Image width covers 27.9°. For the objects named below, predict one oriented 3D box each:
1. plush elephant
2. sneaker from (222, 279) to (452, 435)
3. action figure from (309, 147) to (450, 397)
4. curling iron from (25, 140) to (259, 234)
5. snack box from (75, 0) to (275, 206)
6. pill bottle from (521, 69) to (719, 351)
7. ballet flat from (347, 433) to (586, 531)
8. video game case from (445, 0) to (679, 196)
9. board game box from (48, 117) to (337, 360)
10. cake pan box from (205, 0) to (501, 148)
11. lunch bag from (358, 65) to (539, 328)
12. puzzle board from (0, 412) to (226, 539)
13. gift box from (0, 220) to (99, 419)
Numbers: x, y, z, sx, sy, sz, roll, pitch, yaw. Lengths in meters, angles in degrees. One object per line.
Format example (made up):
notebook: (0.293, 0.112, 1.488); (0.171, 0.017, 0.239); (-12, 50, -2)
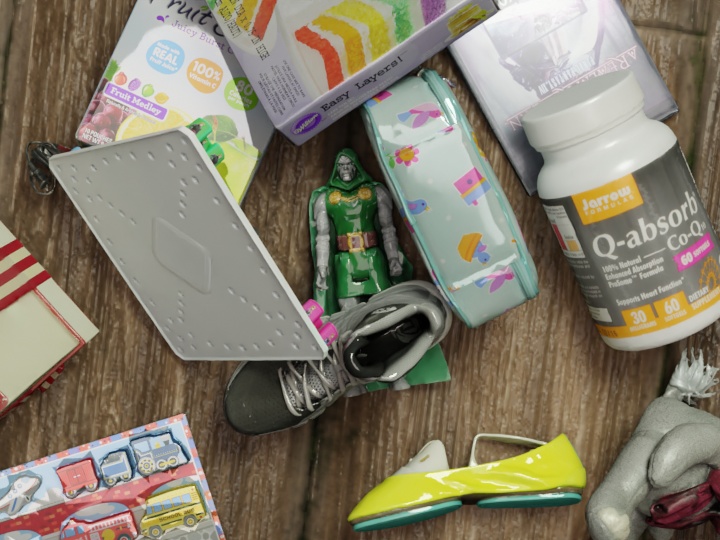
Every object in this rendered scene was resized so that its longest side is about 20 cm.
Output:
plush elephant: (0.286, 0.174, 1.141); (0.155, 0.165, 0.200); (24, 68, 22)
sneaker: (-0.024, 0.070, 1.100); (0.200, 0.115, 0.075); (-30, 94, 6)
action figure: (0.000, 0.000, 1.179); (0.118, 0.055, 0.201); (-9, 90, 2)
curling iron: (-0.179, -0.059, 1.179); (0.200, 0.026, 0.050); (19, 56, -6)
snack box: (-0.122, -0.163, 1.158); (0.142, 0.053, 0.200); (25, 87, -4)
pill bottle: (0.208, -0.047, 1.137); (0.116, 0.116, 0.200); (-26, 102, 0)
ballet flat: (0.085, 0.170, 1.192); (0.199, 0.067, 0.067); (-7, 73, -4)
video game case: (0.151, -0.182, 1.187); (0.143, 0.019, 0.200); (-30, 93, 1)
board game box: (-0.127, -0.018, 1.092); (0.026, 0.200, 0.200); (-44, 114, -33)
cake pan box: (-0.022, -0.222, 1.068); (0.184, 0.052, 0.200); (-30, 69, 8)
lunch bag: (0.067, -0.065, 1.125); (0.077, 0.160, 0.200); (-24, 100, 5)
puzzle board: (-0.218, 0.219, 1.204); (0.200, 0.017, 0.151); (-18, 94, 0)
gift box: (-0.344, 0.057, 1.111); (0.200, 0.187, 0.185); (-34, 96, 20)
